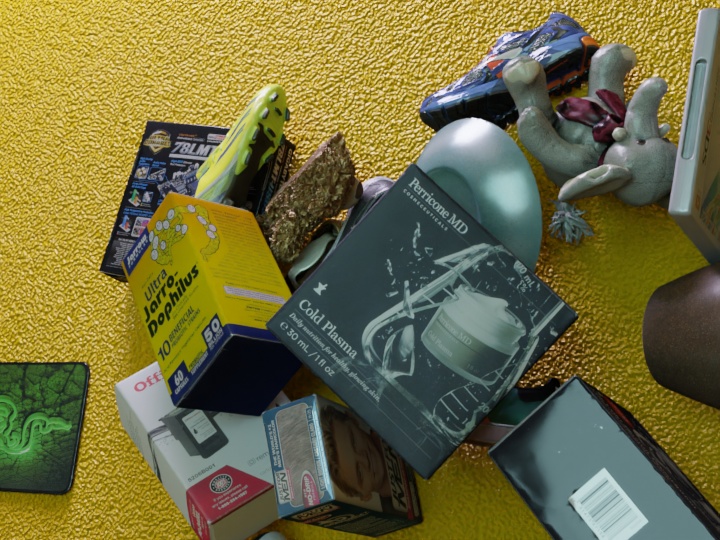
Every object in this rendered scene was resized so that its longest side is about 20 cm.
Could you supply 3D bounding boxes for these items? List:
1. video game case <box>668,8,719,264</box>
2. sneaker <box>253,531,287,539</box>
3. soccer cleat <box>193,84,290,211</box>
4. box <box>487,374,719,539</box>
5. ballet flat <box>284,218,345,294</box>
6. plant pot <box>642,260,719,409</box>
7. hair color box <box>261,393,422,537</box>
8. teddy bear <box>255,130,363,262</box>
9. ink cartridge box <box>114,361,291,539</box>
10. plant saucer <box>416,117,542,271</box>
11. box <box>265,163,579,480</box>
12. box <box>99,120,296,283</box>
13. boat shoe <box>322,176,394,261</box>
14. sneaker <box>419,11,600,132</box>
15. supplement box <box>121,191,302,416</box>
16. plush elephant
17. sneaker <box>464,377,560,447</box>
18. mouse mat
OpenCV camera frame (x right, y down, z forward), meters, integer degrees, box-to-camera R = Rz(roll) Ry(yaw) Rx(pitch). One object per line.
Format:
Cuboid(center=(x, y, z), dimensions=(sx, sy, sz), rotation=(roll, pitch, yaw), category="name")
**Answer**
Cuboid(center=(0.320, -0.103, 1.037), dimensions=(0.022, 0.200, 0.183), rotation=(5, 76, 31), category="video game case")
Cuboid(center=(-0.170, 0.320, 1.227), dimensions=(0.200, 0.075, 0.114), rotation=(-46, 59, 7), category="sneaker")
Cuboid(center=(-0.145, -0.123, 1.312), dimensions=(0.084, 0.065, 0.201), rotation=(20, 83, 31), category="soccer cleat")
Cuboid(center=(0.231, 0.208, 0.993), dimensions=(0.104, 0.182, 0.200), rotation=(-43, 60, 9), category="box")
Cuboid(center=(-0.073, 0.025, 1.280), dimensions=(0.069, 0.063, 0.200), rotation=(36, 92, 32), category="ballet flat")
Cuboid(center=(0.351, 0.054, 0.998), dimensions=(0.199, 0.187, 0.188), rotation=(-2, 72, 41), category="plant pot")
Cuboid(center=(-0.013, 0.190, 1.114), dimensions=(0.060, 0.200, 0.100), rotation=(-21, 66, 20), category="hair color box")
Cuboid(center=(-0.056, -0.072, 1.258), dimensions=(0.200, 0.067, 0.145), rotation=(-41, 13, 41), category="teddy bear")
Cuboid(center=(-0.146, 0.172, 1.224), dimensions=(0.145, 0.084, 0.200), rotation=(-29, 57, -22), category="ink cartridge box")
Cuboid(center=(0.097, -0.050, 1.170), dimensions=(0.201, 0.039, 0.202), rotation=(14, 107, 53), category="plant saucer")
Cuboid(center=(0.058, 0.046, 1.062), dimensions=(0.200, 0.124, 0.197), rotation=(43, 92, 7), category="box")
Cuboid(center=(-0.192, -0.072, 1.381), dimensions=(0.199, 0.050, 0.199), rotation=(8, 75, 27), category="box")
Cuboid(center=(0.000, 0.000, 1.225), dimensions=(0.201, 0.070, 0.066), rotation=(-66, 16, 4), category="boat shoe")
Cuboid(center=(0.153, -0.205, 1.241), dimensions=(0.199, 0.075, 0.079), rotation=(-24, 55, 10), category="sneaker")
Cuboid(center=(-0.148, 0.034, 1.189), dimensions=(0.109, 0.109, 0.200), rotation=(-51, 48, 26), category="supplement box")
Cuboid(center=(0.241, -0.120, 1.105), dimensions=(0.155, 0.164, 0.201), rotation=(6, 99, 56), category="plush elephant")
Cuboid(center=(0.104, 0.127, 1.154), dimensions=(0.199, 0.071, 0.080), rotation=(8, 77, 21), category="sneaker")
Cuboid(center=(-0.421, 0.191, 1.440), dimensions=(0.199, 0.008, 0.162), rotation=(-3, 73, 28), category="mouse mat")
